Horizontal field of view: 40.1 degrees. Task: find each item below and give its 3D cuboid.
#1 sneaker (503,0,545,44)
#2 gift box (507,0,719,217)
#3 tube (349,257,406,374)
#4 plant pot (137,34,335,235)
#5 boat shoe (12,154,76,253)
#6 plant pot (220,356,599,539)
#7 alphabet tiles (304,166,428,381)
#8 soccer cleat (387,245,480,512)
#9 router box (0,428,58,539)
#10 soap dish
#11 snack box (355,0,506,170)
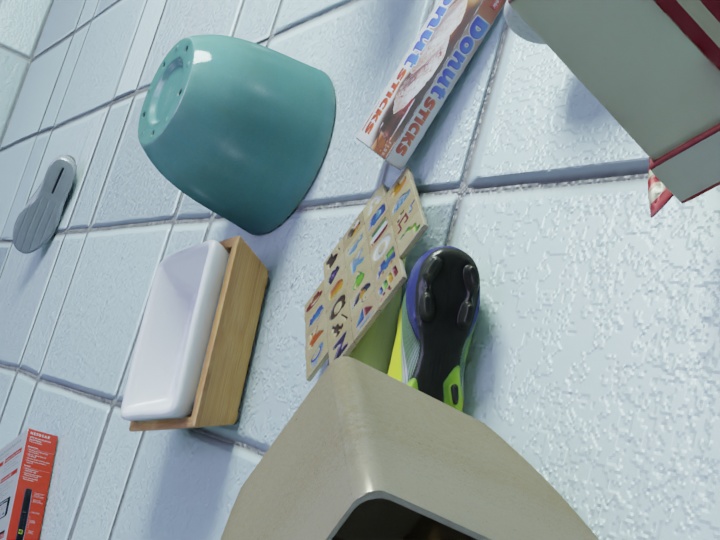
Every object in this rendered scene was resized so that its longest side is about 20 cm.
[{"bbox_3d":[0.191,-0.249,0.722,0.198,0.075,0.106,-29,36,36],"label":"sneaker"},{"bbox_3d":[0.194,-0.153,0.527,0.183,0.186,0.202,-28,33,43],"label":"gift box"},{"bbox_3d":[0.005,0.053,0.828,0.057,0.052,0.203,2,61,20],"label":"tube"},{"bbox_3d":[-0.147,-0.163,1.088,0.200,0.159,0.204,-34,45,41],"label":"plant pot"},{"bbox_3d":[-0.574,-0.122,1.823,0.202,0.071,0.062,-57,8,10],"label":"boat shoe"},{"bbox_3d":[0.017,0.176,0.608,0.201,0.198,0.178,-54,24,20],"label":"plant pot"},{"bbox_3d":[0.000,0.000,0.849,0.167,0.006,0.201,-54,18,19],"label":"alphabet tiles"},{"bbox_3d":[0.047,0.082,0.747,0.084,0.063,0.204,133,153,-85],"label":"soccer cleat"},{"bbox_3d":[-0.516,0.348,1.436,0.199,0.048,0.183,-33,45,43],"label":"router box"},{"bbox_3d":[-0.175,0.075,1.055,0.156,0.080,0.204,-15,58,52],"label":"soap dish"},{"bbox_3d":[0.068,-0.191,0.894,0.202,0.024,0.072,-58,32,8],"label":"snack box"}]
